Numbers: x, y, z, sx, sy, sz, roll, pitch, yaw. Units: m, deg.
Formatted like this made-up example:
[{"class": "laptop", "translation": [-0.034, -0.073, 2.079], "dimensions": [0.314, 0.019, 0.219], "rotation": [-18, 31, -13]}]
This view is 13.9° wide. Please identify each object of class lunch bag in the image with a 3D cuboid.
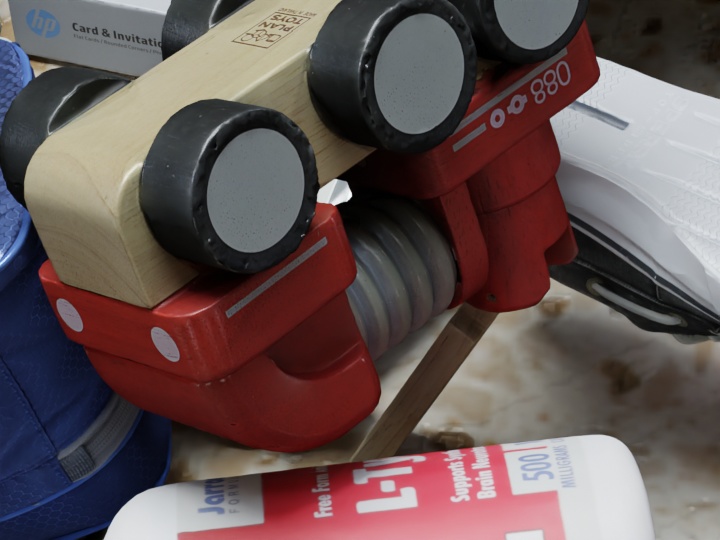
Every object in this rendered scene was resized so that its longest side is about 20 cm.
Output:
[{"class": "lunch bag", "translation": [-0.164, 0.033, 0.953], "dimensions": [0.200, 0.132, 0.136], "rotation": [-18, 40, 13]}]

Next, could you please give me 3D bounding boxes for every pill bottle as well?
[{"class": "pill bottle", "translation": [-0.011, 0.115, 0.887], "dimensions": [0.200, 0.112, 0.112], "rotation": [-7, 46, -1]}]

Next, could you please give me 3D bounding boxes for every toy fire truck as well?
[{"class": "toy fire truck", "translation": [-0.005, 0.003, 0.907], "dimensions": [0.176, 0.200, 0.129], "rotation": [-37, 31, -30]}]

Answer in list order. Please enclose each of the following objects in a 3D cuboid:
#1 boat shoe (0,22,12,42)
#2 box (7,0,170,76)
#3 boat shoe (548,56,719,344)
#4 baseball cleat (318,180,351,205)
[{"class": "boat shoe", "translation": [-0.158, -0.067, 1.112], "dimensions": [0.063, 0.073, 0.200], "rotation": [9, 51, -3]}, {"class": "box", "translation": [-0.031, -0.152, 1.194], "dimensions": [0.156, 0.041, 0.200], "rotation": [13, 48, 16]}, {"class": "boat shoe", "translation": [0.111, -0.013, 0.960], "dimensions": [0.200, 0.071, 0.072], "rotation": [32, 61, 32]}, {"class": "baseball cleat", "translation": [0.000, 0.000, 1.038], "dimensions": [0.200, 0.070, 0.106], "rotation": [-23, 56, -5]}]
